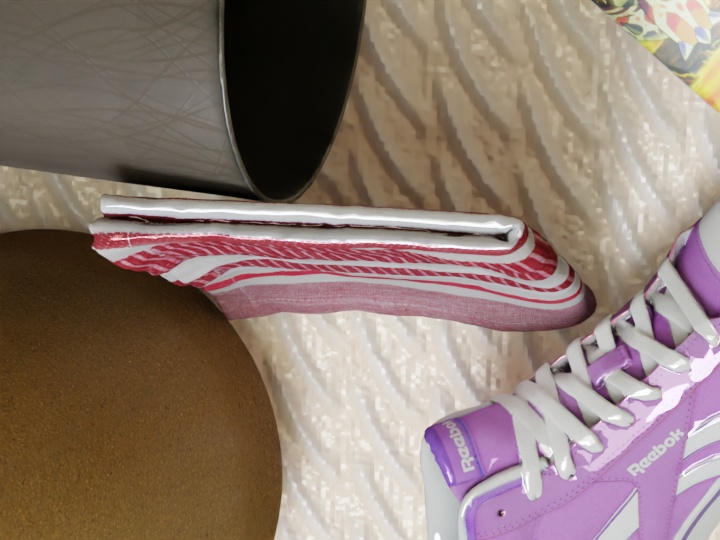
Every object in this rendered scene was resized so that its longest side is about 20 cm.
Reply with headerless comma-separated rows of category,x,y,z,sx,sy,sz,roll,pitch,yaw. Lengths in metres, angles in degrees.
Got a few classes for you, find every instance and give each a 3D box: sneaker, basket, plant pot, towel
sneaker,0.087,0.048,0.978,0.114,0.073,0.201,5,125,-28
basket,-0.113,-0.102,0.926,0.199,0.181,0.136,2,134,16
plant pot,-0.142,0.085,0.972,0.186,0.200,0.187,1,95,13
towel,0.000,0.000,0.943,0.144,0.200,0.023,2,84,11

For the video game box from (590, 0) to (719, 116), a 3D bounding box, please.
video game box,0.141,-0.159,0.901,0.182,0.047,0.200,41,123,-7
